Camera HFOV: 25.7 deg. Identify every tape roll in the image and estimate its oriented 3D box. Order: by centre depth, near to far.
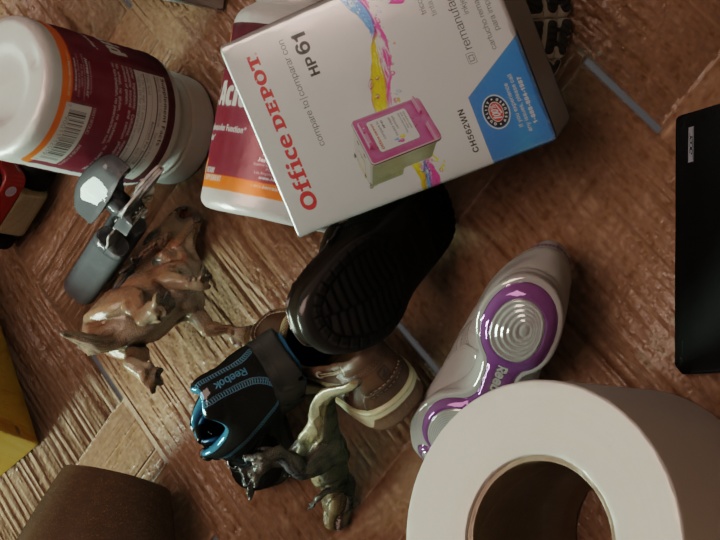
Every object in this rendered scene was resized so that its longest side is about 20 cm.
[{"bbox_3d":[0.148,0.174,1.017,0.201,0.138,0.205,-5,82,37],"label":"tape roll"}]

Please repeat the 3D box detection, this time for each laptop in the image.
[{"bbox_3d":[0.300,-0.023,1.005,0.197,0.103,0.180,0,84,12],"label":"laptop"}]

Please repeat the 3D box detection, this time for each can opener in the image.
[{"bbox_3d":[-0.218,-0.039,1.328,0.067,0.054,0.200,39,146,-5],"label":"can opener"}]

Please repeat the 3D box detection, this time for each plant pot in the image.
[{"bbox_3d":[-0.222,0.268,1.290,0.185,0.186,0.202,-1,69,38],"label":"plant pot"}]

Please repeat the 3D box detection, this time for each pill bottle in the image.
[{"bbox_3d":[-0.050,-0.138,1.219,0.113,0.114,0.203,12,91,38],"label":"pill bottle"},{"bbox_3d":[-0.221,-0.134,1.307,0.113,0.199,0.116,-6,81,36],"label":"pill bottle"}]

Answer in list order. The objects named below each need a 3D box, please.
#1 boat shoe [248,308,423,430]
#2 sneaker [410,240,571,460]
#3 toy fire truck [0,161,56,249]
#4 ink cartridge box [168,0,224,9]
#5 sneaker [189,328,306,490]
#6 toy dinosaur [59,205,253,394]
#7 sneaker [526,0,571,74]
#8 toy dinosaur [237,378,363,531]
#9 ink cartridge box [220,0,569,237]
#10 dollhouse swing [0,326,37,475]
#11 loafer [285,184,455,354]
[{"bbox_3d":[-0.030,0.052,1.183,0.075,0.075,0.201,-49,32,-18],"label":"boat shoe"},{"bbox_3d":[0.101,0.065,1.121,0.074,0.100,0.201,30,127,2],"label":"sneaker"},{"bbox_3d":[-0.392,-0.127,1.441,0.129,0.199,0.176,-53,57,20],"label":"toy fire truck"},{"bbox_3d":[-0.197,-0.318,1.386,0.199,0.084,0.147,17,95,40],"label":"ink cartridge box"},{"bbox_3d":[-0.094,0.114,1.196,0.074,0.081,0.201,55,158,26],"label":"sneaker"},{"bbox_3d":[-0.181,0.030,1.290,0.135,0.199,0.087,16,124,39],"label":"toy dinosaur"},{"bbox_3d":[0.096,-0.216,1.165,0.085,0.076,0.202,-32,63,53],"label":"sneaker"},{"bbox_3d":[-0.043,0.135,1.147,0.087,0.201,0.048,-17,58,-12],"label":"toy dinosaur"},{"bbox_3d":[0.024,-0.127,1.085,0.198,0.085,0.146,-20,100,19],"label":"ink cartridge box"},{"bbox_3d":[-0.421,0.103,1.464,0.175,0.182,0.202,-28,67,10],"label":"dollhouse swing"},{"bbox_3d":[0.000,0.000,1.133,0.071,0.200,0.074,-7,111,35],"label":"loafer"}]
